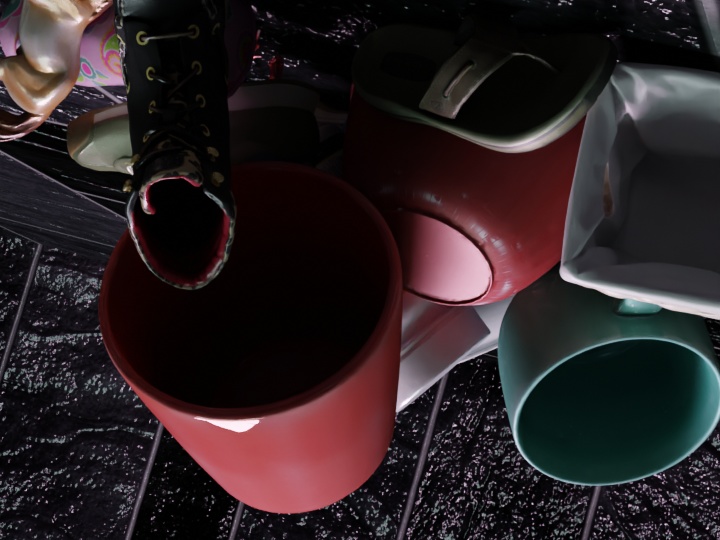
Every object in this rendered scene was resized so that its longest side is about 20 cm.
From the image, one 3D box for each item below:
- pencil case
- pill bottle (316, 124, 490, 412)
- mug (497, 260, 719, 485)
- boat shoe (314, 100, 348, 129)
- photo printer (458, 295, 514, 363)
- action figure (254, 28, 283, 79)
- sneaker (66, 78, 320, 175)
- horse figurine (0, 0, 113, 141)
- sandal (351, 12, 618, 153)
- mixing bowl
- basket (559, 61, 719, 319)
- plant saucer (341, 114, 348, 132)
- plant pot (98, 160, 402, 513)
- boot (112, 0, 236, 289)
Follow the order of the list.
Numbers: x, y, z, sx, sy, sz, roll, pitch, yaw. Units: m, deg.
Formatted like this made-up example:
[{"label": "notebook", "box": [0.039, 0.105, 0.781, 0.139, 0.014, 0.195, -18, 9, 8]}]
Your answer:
[{"label": "pencil case", "box": [-0.163, -0.167, 1.109, 0.199, 0.088, 0.087, 10, 171, 40]}, {"label": "pill bottle", "box": [0.000, 0.000, 1.199, 0.201, 0.114, 0.114, 51, 175, 5]}, {"label": "mug", "box": [0.183, 0.051, 1.130, 0.151, 0.185, 0.115, 28, -147, -28]}, {"label": "boat shoe", "box": [-0.013, -0.092, 1.307, 0.198, 0.073, 0.072, 20, 174, 24]}, {"label": "photo printer", "box": [0.143, 0.000, 1.317, 0.198, 0.070, 0.166, -24, -170, 5]}, {"label": "action figure", "box": [-0.103, -0.151, 1.216, 0.065, 0.100, 0.200, 18, -164, -40]}, {"label": "sneaker", "box": [-0.120, -0.074, 1.122, 0.198, 0.091, 0.067, -7, 168, 21]}, {"label": "horse figurine", "box": [-0.225, -0.161, 1.054, 0.131, 0.201, 0.050, 19, -150, -7]}, {"label": "sandal", "box": [0.064, -0.122, 0.966, 0.200, 0.080, 0.057, 11, 158, 40]}, {"label": "mixing bowl", "box": [0.064, -0.049, 1.077, 0.198, 0.109, 0.201, 19, 147, 13]}, {"label": "basket", "box": [0.230, -0.035, 0.964, 0.198, 0.137, 0.123, 11, 175, 11]}, {"label": "plant saucer", "box": [0.062, -0.073, 1.223, 0.199, 0.070, 0.019, 24, 178, 27]}, {"label": "plant pot", "box": [-0.057, 0.057, 1.060, 0.198, 0.202, 0.178, 14, 148, 20]}, {"label": "boot", "box": [-0.112, -0.102, 0.951, 0.072, 0.152, 0.201, -3, 137, -5]}]
